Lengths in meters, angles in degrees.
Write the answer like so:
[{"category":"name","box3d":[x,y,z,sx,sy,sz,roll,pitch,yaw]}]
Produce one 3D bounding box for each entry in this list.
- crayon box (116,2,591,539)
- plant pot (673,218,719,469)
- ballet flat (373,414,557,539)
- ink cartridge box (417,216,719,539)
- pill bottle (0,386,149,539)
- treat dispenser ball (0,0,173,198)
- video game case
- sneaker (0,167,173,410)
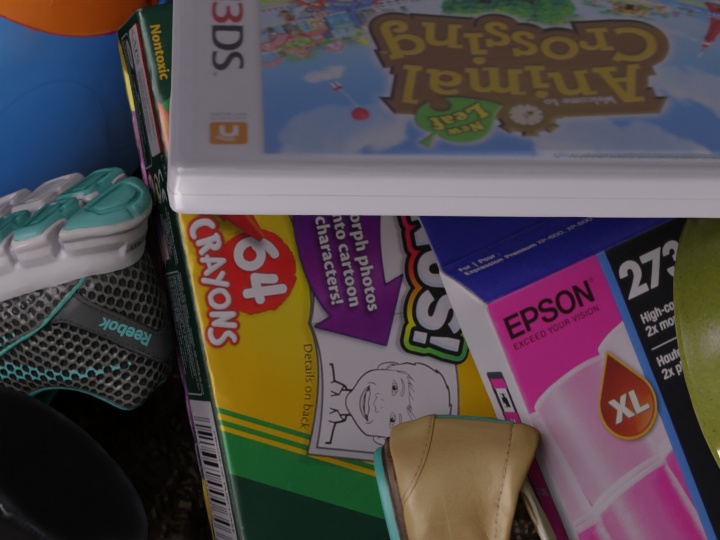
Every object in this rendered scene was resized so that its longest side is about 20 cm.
[{"category":"crayon box","box3d":[0.015,-0.008,0.768,0.172,0.058,0.201,-11,91,-15]},{"category":"plant pot","box3d":[0.213,0.008,0.680,0.192,0.200,0.202,-18,75,34]},{"category":"ballet flat","box3d":[0.051,0.147,0.711,0.063,0.069,0.201,-9,99,5]},{"category":"ink cartridge box","box3d":[0.097,0.044,0.745,0.094,0.037,0.201,-24,93,-18]},{"category":"pill bottle","box3d":[-0.168,0.141,0.748,0.200,0.112,0.112,-49,66,17]},{"category":"treat dispenser ball","box3d":[-0.167,-0.109,0.860,0.200,0.201,0.202,-4,82,25]},{"category":"video game case","box3d":[0.036,-0.084,0.706,0.199,0.022,0.183,0,42,-4]},{"category":"sneaker","box3d":[-0.156,0.028,0.785,0.199,0.078,0.092,-10,110,29]}]
